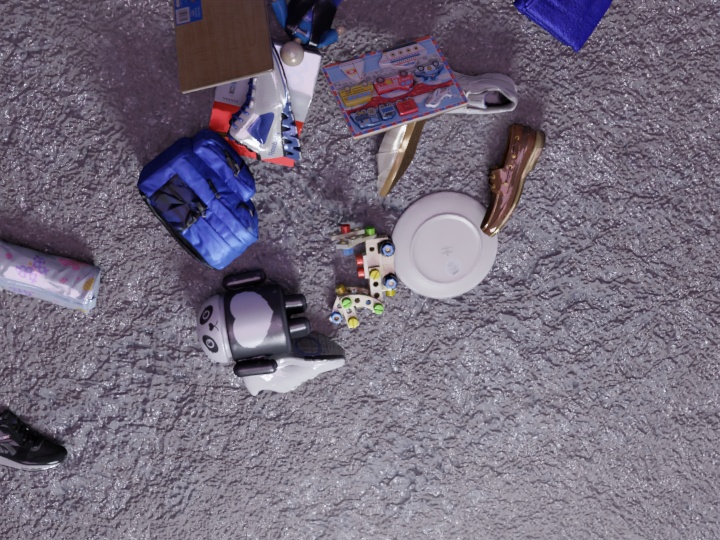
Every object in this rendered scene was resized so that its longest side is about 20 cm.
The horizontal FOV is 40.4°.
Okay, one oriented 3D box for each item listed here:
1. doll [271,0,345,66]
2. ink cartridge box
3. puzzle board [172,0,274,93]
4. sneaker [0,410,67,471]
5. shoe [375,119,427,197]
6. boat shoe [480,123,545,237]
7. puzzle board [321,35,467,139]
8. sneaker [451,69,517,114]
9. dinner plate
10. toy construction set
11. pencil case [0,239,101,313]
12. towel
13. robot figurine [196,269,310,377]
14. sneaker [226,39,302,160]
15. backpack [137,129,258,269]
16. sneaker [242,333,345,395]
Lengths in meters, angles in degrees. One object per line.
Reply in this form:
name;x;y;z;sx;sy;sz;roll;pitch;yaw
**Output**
doll;-0.080;-0.420;1.552;0.135;0.048;0.203;22;93;-13
ink cartridge box;-0.163;-0.280;1.616;0.158;0.047;0.203;11;107;-11
puzzle board;-0.215;-0.379;1.519;0.148;0.017;0.203;-12;70;8
sneaker;-0.629;0.303;1.773;0.197;0.076;0.089;11;103;-10
shoe;0.063;-0.213;1.647;0.053;0.070;0.202;33;129;12
boat shoe;0.250;-0.158;1.700;0.067;0.072;0.202;22;101;-8
puzzle board;0.054;-0.298;1.569;0.197;0.152;0.017;-18;153;-12
sneaker;0.169;-0.295;1.627;0.196;0.087;0.076;-4;113;-3
dinner plate;0.152;-0.041;1.755;0.197;0.024;0.203;-2;112;-5
toy construction set;0.000;0.000;1.723;0.129;0.093;0.203;-7;122;-3
pencil case;-0.541;0.011;1.662;0.197;0.091;0.084;15;108;-13
towel;0.360;-0.479;1.599;0.146;0.050;0.201;30;105;-15
robot figurine;-0.188;0.092;1.711;0.197;0.151;0.126;-9;128;-3
sneaker;-0.165;-0.259;1.562;0.113;0.081;0.202;-13;116;-2
backpack;-0.247;-0.113;1.600;0.167;0.163;0.201;-34;109;8
sneaker;-0.123;0.174;1.782;0.197;0.075;0.088;-8;124;3
